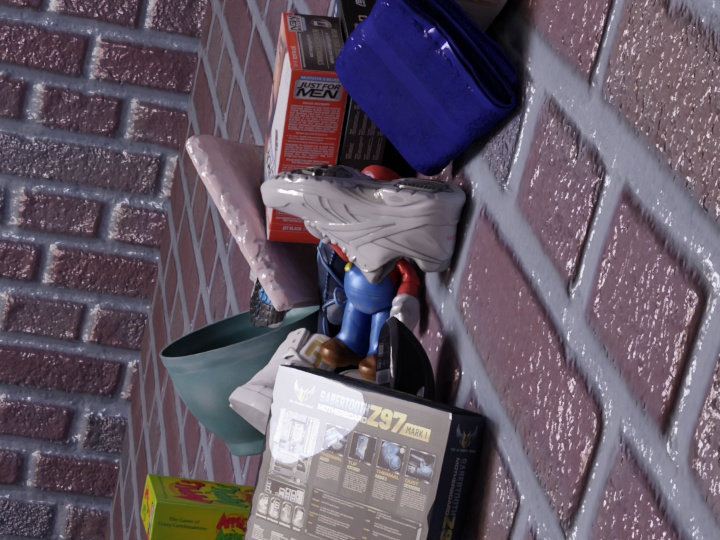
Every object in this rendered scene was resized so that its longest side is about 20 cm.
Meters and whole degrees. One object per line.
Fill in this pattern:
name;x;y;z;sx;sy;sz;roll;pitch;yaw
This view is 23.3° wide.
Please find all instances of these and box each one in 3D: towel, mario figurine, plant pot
towel;0.057;-0.170;1.521;0.049;0.148;0.200;-40;0;-23
towel;-0.091;-0.052;1.840;0.201;0.032;0.191;59;-160;10
mario figurine;0.000;0.000;1.654;0.106;0.122;0.202;-68;-15;-77
plant pot;-0.107;0.123;1.929;0.200;0.199;0.135;-157;48;-76

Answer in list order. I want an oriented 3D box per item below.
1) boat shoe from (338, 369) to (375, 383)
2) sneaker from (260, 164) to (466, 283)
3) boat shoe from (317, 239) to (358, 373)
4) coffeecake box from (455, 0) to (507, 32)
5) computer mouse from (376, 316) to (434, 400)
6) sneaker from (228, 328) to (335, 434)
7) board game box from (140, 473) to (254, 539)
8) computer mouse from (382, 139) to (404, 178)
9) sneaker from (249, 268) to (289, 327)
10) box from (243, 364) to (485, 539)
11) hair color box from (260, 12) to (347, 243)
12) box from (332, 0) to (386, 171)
boat shoe;-0.023;0.141;1.627;0.200;0.073;0.061;-28;-60;-69
sneaker;-0.004;-0.039;1.576;0.078;0.199;0.100;-22;-60;-59
boat shoe;-0.002;0.031;1.766;0.069;0.083;0.201;-108;12;-47
coffeecake box;0.086;-0.285;1.544;0.200;0.072;0.155;128;152;-65
computer mouse;0.035;0.148;1.551;0.140;0.046;0.202;131;141;-75
sneaker;-0.070;0.105;1.721;0.116;0.074;0.200;-50;8;-8
board game box;-0.125;0.261;1.837;0.102;0.198;0.048;-141;60;-75
computer mouse;0.042;-0.142;1.710;0.200;0.046;0.142;-138;58;-74
sneaker;-0.073;0.011;1.903;0.200;0.086;0.075;-92;21;-68
box;0.000;0.174;1.449;0.199;0.051;0.159;12;91;41
hair color box;-0.057;-0.140;1.736;0.111;0.063;0.201;-100;18;-52
box;-0.008;-0.157;1.763;0.161;0.043;0.201;-100;16;-48
